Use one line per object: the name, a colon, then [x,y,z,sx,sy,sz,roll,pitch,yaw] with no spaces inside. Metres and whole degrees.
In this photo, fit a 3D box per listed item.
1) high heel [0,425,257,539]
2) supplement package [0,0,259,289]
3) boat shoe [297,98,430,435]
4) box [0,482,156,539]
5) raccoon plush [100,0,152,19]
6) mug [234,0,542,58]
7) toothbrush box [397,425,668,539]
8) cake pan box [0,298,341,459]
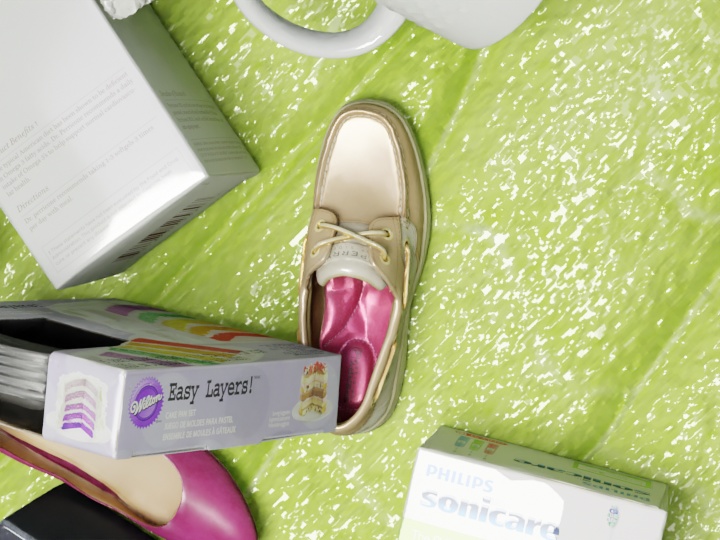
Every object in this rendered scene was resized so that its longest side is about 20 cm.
high heel: [-0.157,0.123,1.026,0.199,0.096,0.068,31,111,10]
supplement package: [-0.171,-0.107,1.006,0.117,0.117,0.201,-34,88,13]
boat shoe: [0.000,0.000,1.005,0.073,0.069,0.202,2,94,11]
box: [-0.159,0.269,1.025,0.199,0.123,0.199,32,100,5]
raccoon plush: [-0.125,-0.234,0.954,0.096,0.200,0.135,-26,109,6]
mug: [0.006,-0.204,0.926,0.174,0.148,0.200,25,119,-22]
toothbrush box: [0.087,0.209,0.994,0.144,0.086,0.202,13,97,10]
cake pan box: [-0.139,0.055,0.944,0.183,0.199,0.053,10,96,35]
